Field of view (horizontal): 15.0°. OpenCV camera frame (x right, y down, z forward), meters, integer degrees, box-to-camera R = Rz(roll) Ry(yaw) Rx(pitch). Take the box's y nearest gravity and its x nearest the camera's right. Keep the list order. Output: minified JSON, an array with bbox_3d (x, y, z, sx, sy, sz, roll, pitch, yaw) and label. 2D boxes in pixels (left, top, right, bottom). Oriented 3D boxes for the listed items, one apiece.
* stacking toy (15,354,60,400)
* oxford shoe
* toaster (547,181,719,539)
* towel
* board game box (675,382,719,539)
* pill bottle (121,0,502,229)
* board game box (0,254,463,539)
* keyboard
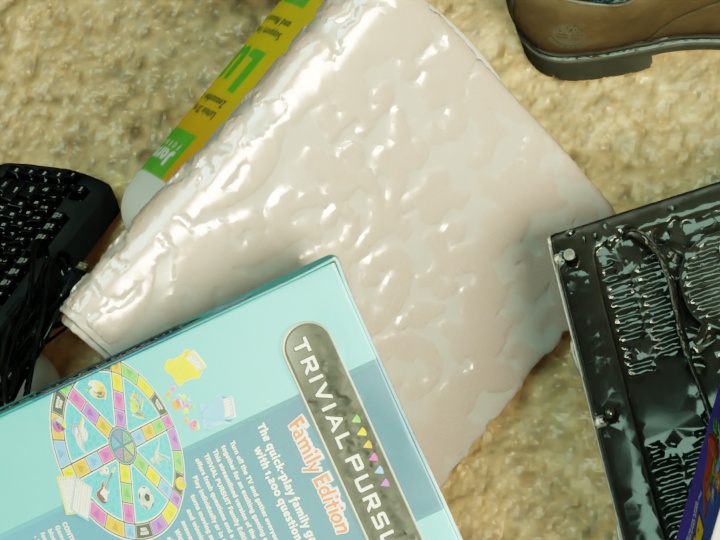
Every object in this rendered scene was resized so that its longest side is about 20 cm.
[{"bbox_3d":[-0.171,0.120,1.210,0.145,0.147,0.201,4,51,19],"label":"stacking toy"},{"bbox_3d":[0.160,-0.141,1.214,0.199,0.084,0.073,-18,62,9],"label":"oxford shoe"},{"bbox_3d":[0.190,0.049,1.105,0.199,0.119,0.182,-18,65,11],"label":"toaster"},{"bbox_3d":[0.000,0.000,1.161,0.200,0.191,0.032,-49,30,-6],"label":"towel"},{"bbox_3d":[0.180,0.133,1.014,0.134,0.201,0.045,6,34,-5],"label":"board game box"},{"bbox_3d":[-0.035,-0.033,1.216,0.111,0.111,0.200,36,83,27],"label":"pill bottle"},{"bbox_3d":[-0.069,0.104,1.089,0.199,0.047,0.152,-24,93,-3],"label":"board game box"},{"bbox_3d":[-0.173,0.009,1.236,0.104,0.040,0.200,11,44,20],"label":"keyboard"}]
